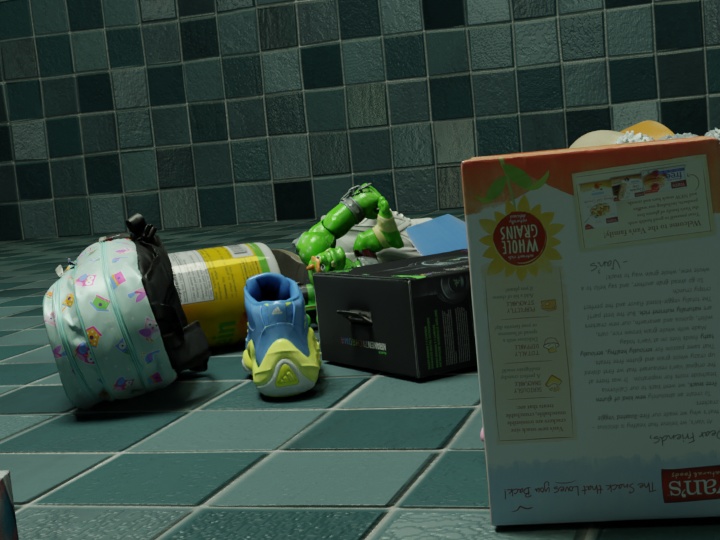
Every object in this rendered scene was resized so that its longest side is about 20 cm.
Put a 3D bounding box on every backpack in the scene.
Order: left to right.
[{"bbox_3d":[-0.218,0.051,1.097,0.126,0.167,0.200,-25,11,-4],"label":"backpack"}]

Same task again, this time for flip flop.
[{"bbox_3d":[-0.064,0.015,1.595,0.200,0.081,0.058,1,-8,38],"label":"flip flop"}]

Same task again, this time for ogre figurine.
[{"bbox_3d":[0.000,0.000,1.349,0.120,0.200,0.098,-24,-12,-3],"label":"ogre figurine"}]

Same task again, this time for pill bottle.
[{"bbox_3d":[-0.194,0.035,1.315,0.199,0.111,0.111,-8,7,-23],"label":"pill bottle"}]

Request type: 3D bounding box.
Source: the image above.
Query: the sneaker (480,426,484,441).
[{"bbox_3d":[0.174,0.067,0.792,0.199,0.096,0.079,-6,4,-18],"label":"sneaker"}]

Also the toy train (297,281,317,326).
[{"bbox_3d":[0.003,0.034,1.416,0.199,0.057,0.042,-6,6,-14],"label":"toy train"}]

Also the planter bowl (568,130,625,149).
[{"bbox_3d":[0.289,-0.050,1.444,0.135,0.201,0.200,-39,23,-26],"label":"planter bowl"}]

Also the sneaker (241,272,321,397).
[{"bbox_3d":[-0.073,0.049,1.107,0.075,0.105,0.200,-6,7,-10],"label":"sneaker"}]

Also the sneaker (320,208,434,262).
[{"bbox_3d":[0.028,-0.054,1.484,0.078,0.100,0.200,-2,10,43],"label":"sneaker"}]

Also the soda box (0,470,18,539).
[{"bbox_3d":[-0.211,0.147,0.525,0.068,0.064,0.200,-5,7,0],"label":"soda box"}]

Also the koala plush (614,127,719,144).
[{"bbox_3d":[0.318,-0.044,1.192,0.177,0.201,0.184,-9,7,-25],"label":"koala plush"}]

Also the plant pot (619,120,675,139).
[{"bbox_3d":[0.436,-0.125,1.990,0.183,0.201,0.200,-23,11,-15],"label":"plant pot"}]

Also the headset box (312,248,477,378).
[{"bbox_3d":[0.071,0.037,1.154,0.199,0.093,0.174,-10,7,-31],"label":"headset box"}]

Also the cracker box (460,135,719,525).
[{"bbox_3d":[0.130,0.033,0.646,0.133,0.201,0.058,-4,5,10],"label":"cracker box"}]

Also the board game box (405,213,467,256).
[{"bbox_3d":[0.128,0.004,1.439,0.158,0.039,0.200,42,26,14],"label":"board game box"}]
